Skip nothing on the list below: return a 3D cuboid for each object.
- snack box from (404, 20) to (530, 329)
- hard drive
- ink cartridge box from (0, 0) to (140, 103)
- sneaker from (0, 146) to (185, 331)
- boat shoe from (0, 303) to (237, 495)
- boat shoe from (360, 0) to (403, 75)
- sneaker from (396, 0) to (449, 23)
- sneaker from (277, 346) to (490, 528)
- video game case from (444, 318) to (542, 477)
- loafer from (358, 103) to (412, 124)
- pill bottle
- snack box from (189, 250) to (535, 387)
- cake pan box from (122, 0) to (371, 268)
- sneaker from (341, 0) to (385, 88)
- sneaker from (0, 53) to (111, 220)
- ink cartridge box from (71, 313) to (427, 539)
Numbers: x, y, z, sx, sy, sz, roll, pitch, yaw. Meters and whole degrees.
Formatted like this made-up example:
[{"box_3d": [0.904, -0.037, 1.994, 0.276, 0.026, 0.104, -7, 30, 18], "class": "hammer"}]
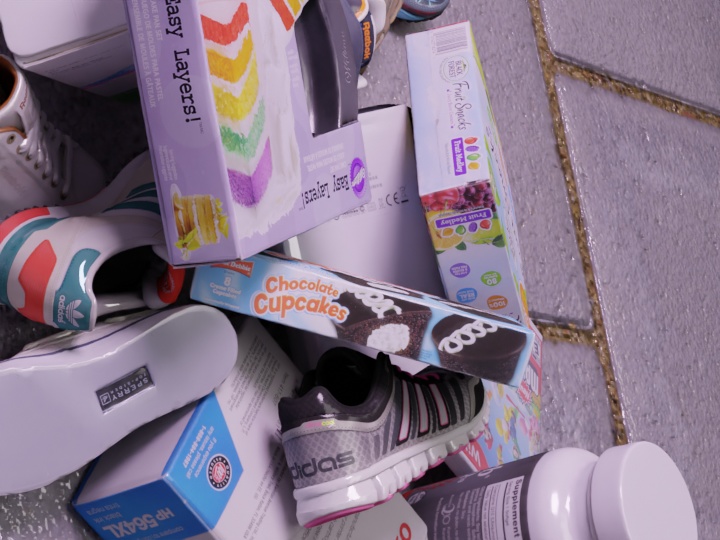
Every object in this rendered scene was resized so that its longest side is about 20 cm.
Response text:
[{"box_3d": [0.073, -0.057, 1.306, 0.200, 0.053, 0.143, -91, 166, -53], "class": "snack box"}, {"box_3d": [0.000, 0.000, 1.264, 0.132, 0.026, 0.201, -15, 95, -41], "class": "hard drive"}, {"box_3d": [-0.156, -0.188, 1.147, 0.200, 0.087, 0.146, 3, 70, -78], "class": "ink cartridge box"}, {"box_3d": [-0.125, -0.013, 1.126, 0.200, 0.093, 0.071, -29, 137, -48], "class": "sneaker"}, {"box_3d": [-0.168, 0.068, 1.083, 0.200, 0.070, 0.071, -26, 106, -30], "class": "boat shoe"}, {"box_3d": [-0.018, -0.162, 1.396, 0.200, 0.072, 0.065, -62, 144, -37], "class": "boat shoe"}, {"box_3d": [0.019, -0.278, 1.478, 0.200, 0.095, 0.079, 51, 40, -24], "class": "sneaker"}, {"box_3d": [0.014, 0.080, 1.170, 0.200, 0.074, 0.088, -29, 102, -54], "class": "sneaker"}, {"box_3d": [0.099, 0.089, 1.435, 0.143, 0.017, 0.201, 53, 32, -41], "class": "video game case"}, {"box_3d": [0.024, -0.077, 1.411, 0.200, 0.073, 0.073, 1, 77, -52], "class": "loafer"}, {"box_3d": [0.117, 0.184, 1.290, 0.116, 0.199, 0.116, 28, 52, -44], "class": "pill bottle"}, {"box_3d": [-0.001, 0.023, 1.157, 0.116, 0.199, 0.037, -125, -130, -87], "class": "snack box"}, {"box_3d": [-0.061, -0.109, 1.100, 0.200, 0.052, 0.185, -25, 110, -65], "class": "cake pan box"}, {"box_3d": [-0.036, -0.145, 1.256, 0.200, 0.079, 0.079, -64, 162, -55], "class": "sneaker"}, {"box_3d": [-0.200, -0.072, 1.097, 0.200, 0.084, 0.073, 26, 52, -48], "class": "sneaker"}, {"box_3d": [-0.060, 0.151, 1.170, 0.200, 0.084, 0.146, 53, 38, -23], "class": "ink cartridge box"}]
